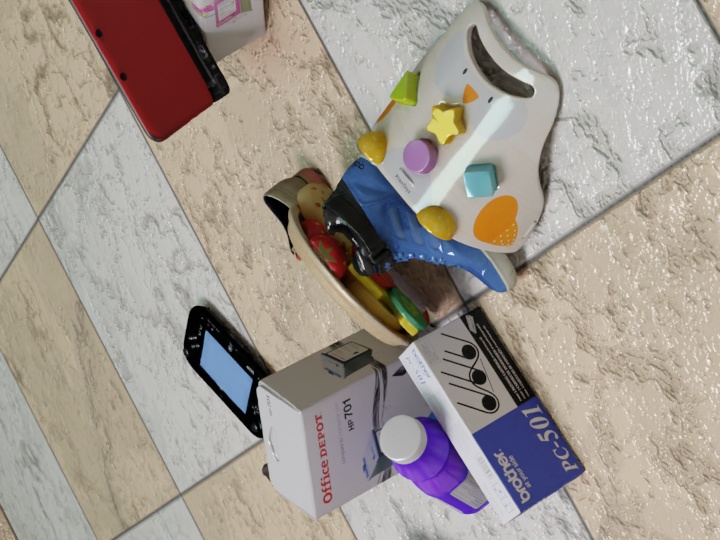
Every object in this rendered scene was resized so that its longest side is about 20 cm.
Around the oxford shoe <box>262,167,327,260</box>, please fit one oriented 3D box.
[{"bbox_3d":[-0.040,-0.016,1.754,0.201,0.074,0.071,55,148,15],"label":"oxford shoe"}]

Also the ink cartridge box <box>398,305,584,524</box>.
[{"bbox_3d":[0.133,0.145,1.584,0.201,0.093,0.044,57,149,11],"label":"ink cartridge box"}]

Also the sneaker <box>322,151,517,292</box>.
[{"bbox_3d":[0.051,-0.021,1.526,0.200,0.111,0.077,41,171,0],"label":"sneaker"}]

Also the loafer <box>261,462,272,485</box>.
[{"bbox_3d":[-0.062,0.263,1.993,0.199,0.072,0.072,-18,95,60],"label":"loafer"}]

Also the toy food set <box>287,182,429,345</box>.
[{"bbox_3d":[0.000,0.000,1.629,0.198,0.049,0.200,46,-169,-11],"label":"toy food set"}]

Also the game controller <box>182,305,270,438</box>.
[{"bbox_3d":[-0.176,0.135,2.112,0.200,0.042,0.105,43,143,32],"label":"game controller"}]

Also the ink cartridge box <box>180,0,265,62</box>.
[{"bbox_3d":[-0.176,-0.339,1.676,0.145,0.084,0.201,53,163,21],"label":"ink cartridge box"}]

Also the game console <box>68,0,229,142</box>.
[{"bbox_3d":[-0.240,-0.249,1.668,0.202,0.118,0.172,61,165,-14],"label":"game console"}]

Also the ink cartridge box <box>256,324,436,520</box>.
[{"bbox_3d":[-0.002,0.155,1.696,0.086,0.199,0.148,28,135,45],"label":"ink cartridge box"}]

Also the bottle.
[{"bbox_3d":[0.080,0.197,1.630,0.084,0.065,0.200,55,-172,32],"label":"bottle"}]

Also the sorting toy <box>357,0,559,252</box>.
[{"bbox_3d":[0.101,-0.144,1.445,0.200,0.106,0.181,50,128,23],"label":"sorting toy"}]
